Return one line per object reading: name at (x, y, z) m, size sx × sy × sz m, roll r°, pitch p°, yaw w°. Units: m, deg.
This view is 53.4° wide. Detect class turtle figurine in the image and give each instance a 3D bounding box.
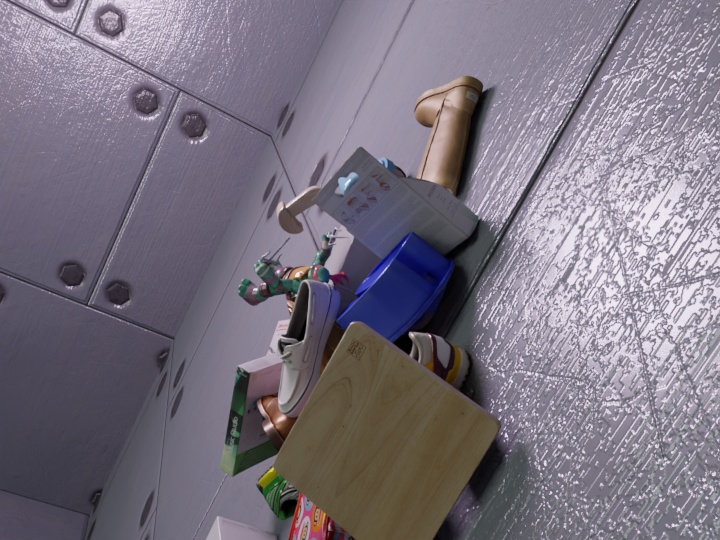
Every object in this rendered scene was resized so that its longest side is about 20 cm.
turtle figurine at (-0.103, 0.004, 1.124) m, size 0.199 × 0.148 × 0.102 m, roll -17°, pitch 90°, yaw 48°

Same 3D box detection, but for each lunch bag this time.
lunch bag at (-0.036, 0.306, 0.996) m, size 0.176 × 0.081 × 0.203 m, roll 145°, pitch 142°, yaw -63°

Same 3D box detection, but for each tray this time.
tray at (-0.049, 0.127, 1.114) m, size 0.200 × 0.037 × 0.100 m, roll 39°, pitch 146°, yaw 50°

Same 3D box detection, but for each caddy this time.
caddy at (0.056, 0.042, 1.019) m, size 0.200 × 0.105 × 0.142 m, roll -46°, pitch 4°, yaw 47°

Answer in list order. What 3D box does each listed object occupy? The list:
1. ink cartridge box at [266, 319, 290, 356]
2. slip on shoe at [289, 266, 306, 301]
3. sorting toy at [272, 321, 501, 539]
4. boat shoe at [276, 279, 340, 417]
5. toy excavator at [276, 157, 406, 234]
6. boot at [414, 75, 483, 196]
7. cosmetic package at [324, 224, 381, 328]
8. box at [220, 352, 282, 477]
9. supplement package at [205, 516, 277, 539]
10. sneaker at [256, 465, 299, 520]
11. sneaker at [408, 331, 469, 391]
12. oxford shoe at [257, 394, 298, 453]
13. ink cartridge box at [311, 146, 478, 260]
ink cartridge box at (-0.142, 0.166, 1.442) m, size 0.116 × 0.066 × 0.203 m, roll -17°, pitch 52°, yaw 66°
slip on shoe at (-0.083, 0.090, 1.290) m, size 0.061 × 0.073 × 0.203 m, roll 16°, pitch 117°, yaw 42°
sorting toy at (0.032, 0.195, 0.811) m, size 0.202 × 0.197 × 0.069 m, roll -60°, pitch -20°, yaw 10°
boat shoe at (-0.090, 0.112, 1.045) m, size 0.072 × 0.065 × 0.203 m, roll 22°, pitch 92°, yaw 52°
toy excavator at (-0.029, -0.130, 1.284) m, size 0.196 × 0.198 × 0.100 m, roll -59°, pitch 20°, yaw 17°
boot at (0.121, -0.205, 1.181) m, size 0.175 × 0.065 × 0.203 m, roll -20°, pitch 51°, yaw 65°
cosmetic package at (0.000, 0.000, 1.200) m, size 0.090 × 0.106 × 0.203 m, roll 10°, pitch 76°, yaw 66°
box at (-0.174, 0.249, 1.269) m, size 0.036 × 0.143 × 0.203 m, roll 20°, pitch 107°, yaw 31°
supplement package at (-0.189, 0.501, 1.114) m, size 0.119 × 0.116 × 0.200 m, roll -64°, pitch 20°, yaw 6°
sneaker at (-0.078, 0.314, 1.129) m, size 0.201 × 0.078 × 0.086 m, roll -50°, pitch 61°, yaw 23°
sneaker at (0.054, 0.173, 0.885) m, size 0.203 × 0.089 × 0.075 m, roll -66°, pitch 20°, yaw -1°
oxford shoe at (-0.120, 0.234, 1.144) m, size 0.071 × 0.072 × 0.200 m, roll -35°, pitch 13°, yaw -9°
ink cartridge box at (0.047, -0.088, 1.037) m, size 0.161 × 0.199 × 0.050 m, roll -39°, pitch 14°, yaw 51°
